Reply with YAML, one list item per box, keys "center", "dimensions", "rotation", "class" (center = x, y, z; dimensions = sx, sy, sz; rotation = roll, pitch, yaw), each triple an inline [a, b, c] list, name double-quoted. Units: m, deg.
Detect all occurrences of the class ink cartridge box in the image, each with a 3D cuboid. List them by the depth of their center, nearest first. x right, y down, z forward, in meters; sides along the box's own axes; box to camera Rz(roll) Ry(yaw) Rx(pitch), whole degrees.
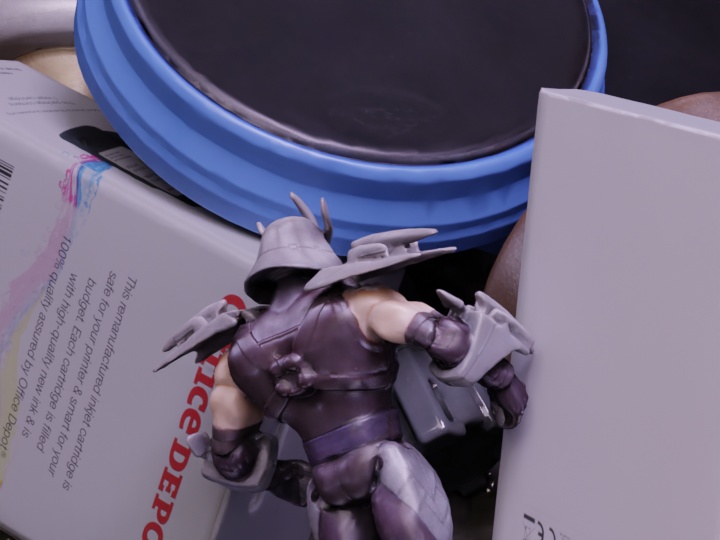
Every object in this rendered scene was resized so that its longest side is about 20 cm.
- center: [-0.101, 0.024, 0.903]
  dimensions: [0.200, 0.083, 0.146]
  rotation: [28, 109, 25]
  class: "ink cartridge box"

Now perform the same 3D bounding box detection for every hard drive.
- center: [0.087, 0.052, 0.728]
  dimensions: [0.027, 0.200, 0.132]
  rotation: [-1, 12, -28]
  class: "hard drive"

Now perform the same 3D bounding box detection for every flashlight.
- center: [0.000, 0.000, 0.952]
  dimensions: [0.068, 0.068, 0.200]
  rotation: [-6, 54, -33]
  class: "flashlight"

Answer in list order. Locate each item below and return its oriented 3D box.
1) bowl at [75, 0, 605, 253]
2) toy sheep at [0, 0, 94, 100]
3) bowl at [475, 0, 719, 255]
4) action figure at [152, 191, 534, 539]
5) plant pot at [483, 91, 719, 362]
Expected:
- center: [-0.004, -0.092, 0.887]
  dimensions: [0.201, 0.039, 0.201]
  rotation: [9, 47, -10]
  class: "bowl"
- center: [-0.115, -0.136, 1.020]
  dimensions: [0.138, 0.138, 0.200]
  rotation: [-3, 61, 10]
  class: "toy sheep"
- center: [0.081, -0.088, 0.963]
  dimensions: [0.201, 0.039, 0.201]
  rotation: [4, 49, -5]
  class: "bowl"
- center: [0.003, 0.069, 0.768]
  dimensions: [0.130, 0.069, 0.200]
  rotation: [-28, 74, 43]
  class: "action figure"
- center: [0.154, 0.052, 0.816]
  dimensions: [0.200, 0.200, 0.198]
  rotation: [-32, 49, -9]
  class: "plant pot"
